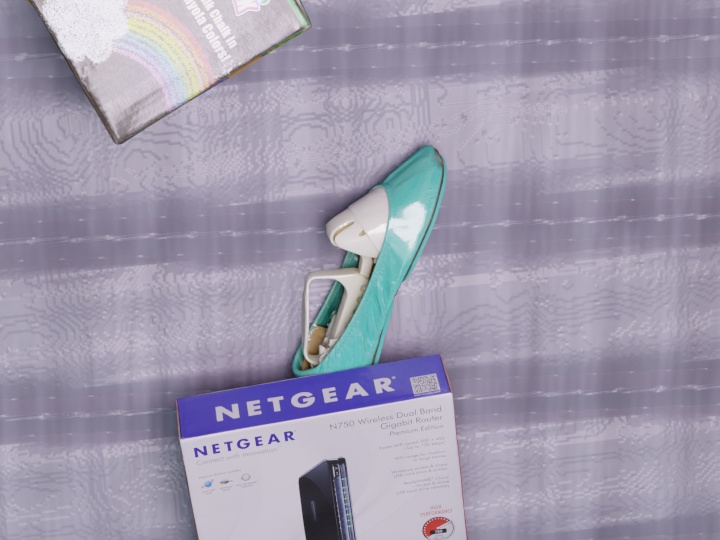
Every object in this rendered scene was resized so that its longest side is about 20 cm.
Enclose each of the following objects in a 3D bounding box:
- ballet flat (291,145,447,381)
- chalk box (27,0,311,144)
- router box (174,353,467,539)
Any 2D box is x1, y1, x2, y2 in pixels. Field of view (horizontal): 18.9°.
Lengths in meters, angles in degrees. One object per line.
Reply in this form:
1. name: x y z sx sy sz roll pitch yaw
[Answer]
1. ballet flat: 0.000 0.000 1.555 0.070 0.067 0.201 14 105 -25
2. chalk box: -0.112 -0.197 1.466 0.199 0.124 0.125 -31 105 2
3. router box: -0.026 0.161 1.580 0.198 0.049 0.181 -10 125 -3
